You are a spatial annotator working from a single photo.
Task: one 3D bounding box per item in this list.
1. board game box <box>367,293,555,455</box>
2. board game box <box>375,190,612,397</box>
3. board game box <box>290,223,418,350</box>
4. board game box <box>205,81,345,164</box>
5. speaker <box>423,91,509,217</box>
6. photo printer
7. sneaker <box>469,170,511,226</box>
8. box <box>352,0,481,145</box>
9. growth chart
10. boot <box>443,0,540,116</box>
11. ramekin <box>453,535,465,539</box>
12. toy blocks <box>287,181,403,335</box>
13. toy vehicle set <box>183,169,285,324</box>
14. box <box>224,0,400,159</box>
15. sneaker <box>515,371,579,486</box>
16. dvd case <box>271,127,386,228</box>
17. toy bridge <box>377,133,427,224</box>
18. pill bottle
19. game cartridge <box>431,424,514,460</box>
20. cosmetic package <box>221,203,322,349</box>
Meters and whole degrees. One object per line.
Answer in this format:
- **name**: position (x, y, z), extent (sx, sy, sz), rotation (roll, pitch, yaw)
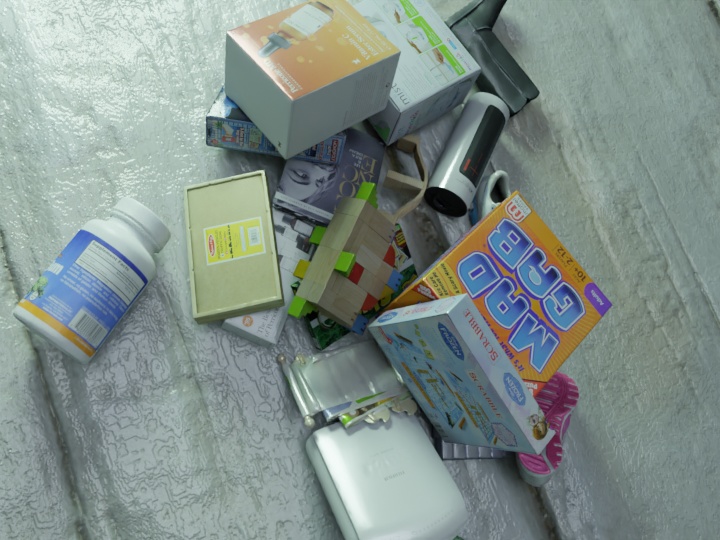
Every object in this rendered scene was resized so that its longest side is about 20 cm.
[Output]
- **board game box**: position (0.119, 0.133, 0.831), extent (0.041, 0.199, 0.202), rotation (-38, 100, -26)
- **board game box**: position (0.177, 0.058, 0.923), extent (0.199, 0.200, 0.201), rotation (-40, 88, -24)
- **board game box**: position (-0.002, 0.021, 0.979), extent (0.198, 0.023, 0.107), rotation (-32, 113, -26)
- **board game box**: position (-0.106, -0.247, 1.000), extent (0.195, 0.062, 0.203), rotation (19, 55, -1)
- **speaker**: position (0.175, -0.190, 1.086), extent (0.080, 0.081, 0.203), rotation (30, 69, -7)
- **photo printer**: position (0.036, 0.283, 0.870), extent (0.163, 0.071, 0.201), rotation (-13, 44, -21)
- **sneaker**: position (0.222, -0.065, 1.064), extent (0.073, 0.087, 0.205), rotation (-4, 78, -20)
- **box**: position (0.062, -0.337, 1.064), extent (0.175, 0.097, 0.202), rotation (-33, 78, -22)
- **growth chart**: position (-0.007, 0.159, 0.934), extent (0.195, 0.018, 0.146), rotation (-7, 47, -20)
- **boot**: position (0.253, -0.386, 1.167), extent (0.164, 0.066, 0.201), rotation (-38, 86, -14)
- **ramekin**: position (0.090, 0.443, 0.882), extent (0.195, 0.098, 0.205), rotation (5, 74, -16)
- **toy blocks**: position (0.000, 0.000, 0.921), extent (0.136, 0.099, 0.203), rotation (35, 77, -42)
- **toy vehicle set**: position (-0.179, -0.036, 0.922), extent (0.121, 0.027, 0.205), rotation (-10, 68, 0)
- **box**: position (-0.069, -0.278, 0.927), extent (0.198, 0.107, 0.153), rotation (-33, 69, -29)
- **sneaker**: position (0.276, 0.240, 1.010), extent (0.080, 0.090, 0.201), rotation (19, 47, 17)
- **dvd case**: position (-0.042, -0.150, 1.012), extent (0.146, 0.016, 0.204), rotation (21, 55, -11)
- **toy bridge**: position (0.069, -0.134, 1.030), extent (0.066, 0.027, 0.203), rotation (19, 54, -1)
- **pill bottle**: position (-0.337, 0.007, 0.854), extent (0.111, 0.112, 0.202), rotation (34, 68, -6)
- **game cartridge**: position (0.167, 0.183, 1.011), extent (0.126, 0.038, 0.205), rotation (2, 75, -12)
- **cosmetic package**: position (-0.125, 0.002, 0.956), extent (0.081, 0.051, 0.204), rotation (23, 70, -10)
